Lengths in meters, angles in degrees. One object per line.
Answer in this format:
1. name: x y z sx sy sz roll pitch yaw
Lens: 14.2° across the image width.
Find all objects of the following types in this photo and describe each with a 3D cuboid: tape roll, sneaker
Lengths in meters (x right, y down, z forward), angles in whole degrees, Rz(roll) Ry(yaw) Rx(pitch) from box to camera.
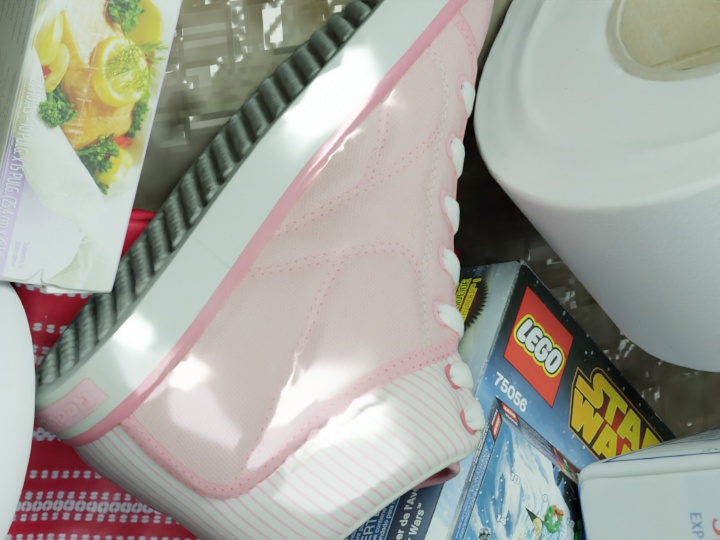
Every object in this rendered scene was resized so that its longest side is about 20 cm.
1. tape roll: 0.132 -0.068 0.820 0.202 0.202 0.071 -47 118 -12
2. sneaker: 0.000 0.000 0.805 0.105 0.075 0.200 43 56 -11

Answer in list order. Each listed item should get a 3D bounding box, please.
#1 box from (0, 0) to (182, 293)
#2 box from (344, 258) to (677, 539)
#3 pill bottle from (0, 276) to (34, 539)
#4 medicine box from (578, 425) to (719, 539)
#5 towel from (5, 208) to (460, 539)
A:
1. box: -0.063 -0.093 0.735 0.039 0.041 0.200 7 107 -23
2. box: 0.068 0.111 0.870 0.200 0.040 0.137 48 50 -35
3. pill bottle: -0.190 0.028 0.723 0.200 0.104 0.104 13 94 -30
4. medicine box: 0.170 0.130 0.878 0.200 0.103 0.182 -10 92 -52
5. towel: -0.048 0.080 0.858 0.144 0.022 0.200 7 97 -28
